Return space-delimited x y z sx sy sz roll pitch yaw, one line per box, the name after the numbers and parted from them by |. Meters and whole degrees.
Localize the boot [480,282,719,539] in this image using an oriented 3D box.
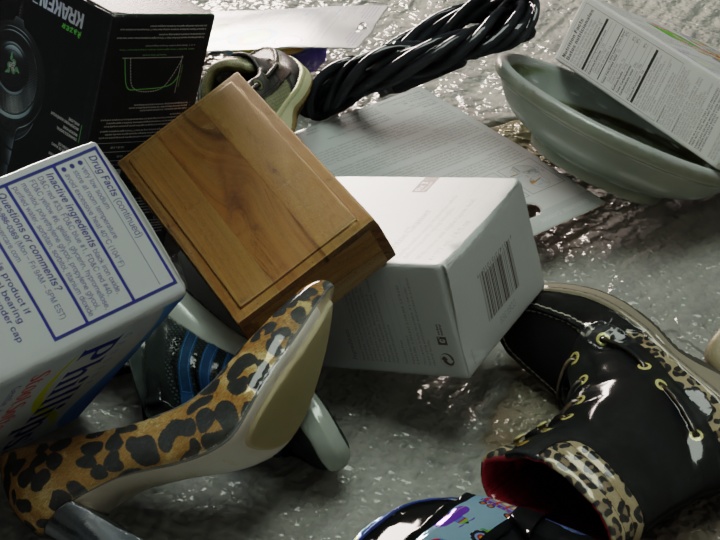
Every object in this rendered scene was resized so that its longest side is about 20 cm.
0.126 0.088 1.102 0.150 0.074 0.199 -27 49 -38 | boot

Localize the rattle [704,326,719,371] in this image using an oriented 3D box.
0.313 0.079 1.165 0.199 0.143 0.131 29 71 12 | rattle

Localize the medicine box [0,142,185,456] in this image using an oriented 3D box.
-0.224 0.043 1.019 0.199 0.182 0.103 -26 79 -37 | medicine box

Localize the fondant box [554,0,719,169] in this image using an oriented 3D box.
0.260 -0.127 1.396 0.143 0.059 0.200 13 21 -39 | fondant box

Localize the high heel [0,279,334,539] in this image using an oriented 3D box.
-0.109 0.069 1.039 0.142 0.071 0.201 26 77 25 | high heel

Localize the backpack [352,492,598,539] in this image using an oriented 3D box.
0.048 0.202 0.857 0.181 0.136 0.200 18 36 23 | backpack

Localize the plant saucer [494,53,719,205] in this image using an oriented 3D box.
0.180 -0.093 1.363 0.198 0.051 0.200 23 15 -7 | plant saucer

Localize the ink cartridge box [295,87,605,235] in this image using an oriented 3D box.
0.050 -0.053 1.339 0.161 0.051 0.200 -23 45 -35 | ink cartridge box

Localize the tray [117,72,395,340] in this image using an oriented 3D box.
-0.068 -0.040 1.137 0.098 0.037 0.200 -37 40 -4 | tray

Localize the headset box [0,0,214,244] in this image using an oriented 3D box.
-0.205 -0.107 1.265 0.174 0.202 0.092 32 26 36 | headset box

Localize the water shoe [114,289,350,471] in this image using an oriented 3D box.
-0.089 0.078 1.121 0.079 0.072 0.199 -45 52 -15 | water shoe

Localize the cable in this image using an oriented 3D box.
0.043 -0.164 1.389 0.199 0.051 0.163 -17 5 36 | cable

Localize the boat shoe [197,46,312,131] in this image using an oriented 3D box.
-0.080 -0.123 1.315 0.073 0.065 0.200 -36 20 14 | boat shoe

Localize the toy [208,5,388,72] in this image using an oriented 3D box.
-0.084 -0.177 1.508 0.198 0.048 0.115 3 26 13 | toy

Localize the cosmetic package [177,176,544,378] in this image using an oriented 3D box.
0.000 0.000 1.165 0.198 0.082 0.113 3 32 32 | cosmetic package
